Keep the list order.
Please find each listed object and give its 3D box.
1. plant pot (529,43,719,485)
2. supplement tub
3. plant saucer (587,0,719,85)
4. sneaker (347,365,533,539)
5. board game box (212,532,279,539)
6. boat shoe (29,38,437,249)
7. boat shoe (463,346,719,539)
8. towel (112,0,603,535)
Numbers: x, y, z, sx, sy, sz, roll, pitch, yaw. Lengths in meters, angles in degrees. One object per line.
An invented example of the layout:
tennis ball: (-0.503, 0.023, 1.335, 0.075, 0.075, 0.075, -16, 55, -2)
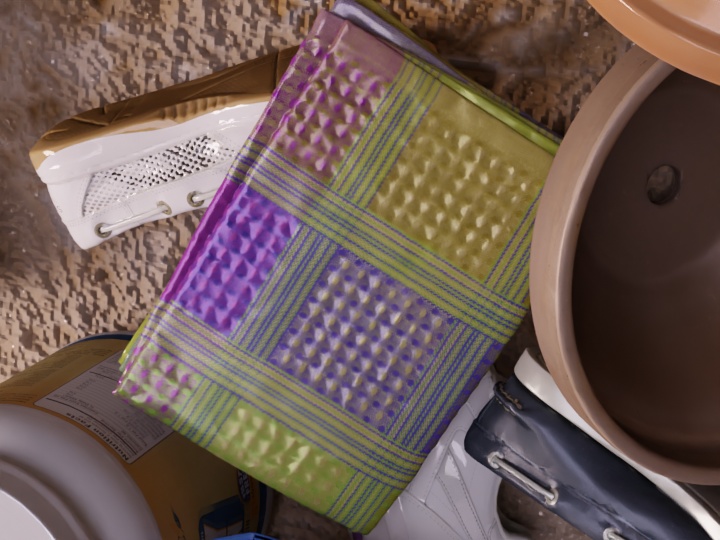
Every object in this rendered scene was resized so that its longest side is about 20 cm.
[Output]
plant pot: (0.145, -0.024, 0.766, 0.199, 0.093, 0.203, -9, 114, -21)
supplement tub: (-0.135, 0.118, 0.854, 0.143, 0.200, 0.146, 4, 104, 17)
plant saucer: (0.165, -0.153, 0.699, 0.198, 0.201, 0.032, 21, 152, 13)
sneaker: (0.032, 0.046, 0.863, 0.098, 0.075, 0.202, -9, 101, 3)
board game box: (0.017, 0.212, 0.814, 0.198, 0.045, 0.154, 19, 70, -25)
boat shoe: (-0.051, -0.055, 0.862, 0.198, 0.071, 0.070, -12, 111, 19)
boat shoe: (0.130, 0.115, 0.792, 0.199, 0.075, 0.062, 38, 104, 10)
towel: (0.000, 0.000, 0.805, 0.143, 0.023, 0.201, 31, 97, -8)
